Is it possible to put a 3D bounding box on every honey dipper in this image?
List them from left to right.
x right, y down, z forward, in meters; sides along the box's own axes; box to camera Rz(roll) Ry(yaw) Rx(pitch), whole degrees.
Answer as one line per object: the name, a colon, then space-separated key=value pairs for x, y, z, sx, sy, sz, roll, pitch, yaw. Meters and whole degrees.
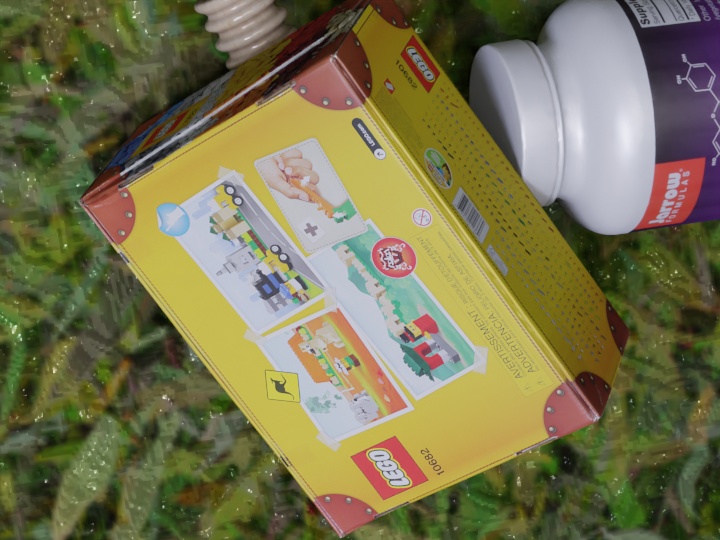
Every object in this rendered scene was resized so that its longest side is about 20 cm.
honey dipper: x=-0.013 y=-0.045 z=0.996 sx=0.038 sy=0.038 sz=0.200 roll=-31 pitch=106 yaw=-8

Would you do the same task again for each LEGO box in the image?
LEGO box: x=0.000 y=0.000 z=0.948 sx=0.149 sy=0.077 sz=0.200 roll=-27 pitch=108 yaw=30

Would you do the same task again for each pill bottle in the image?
pill bottle: x=0.157 y=-0.078 z=0.995 sx=0.200 sy=0.112 sz=0.113 roll=-9 pitch=100 yaw=-13
